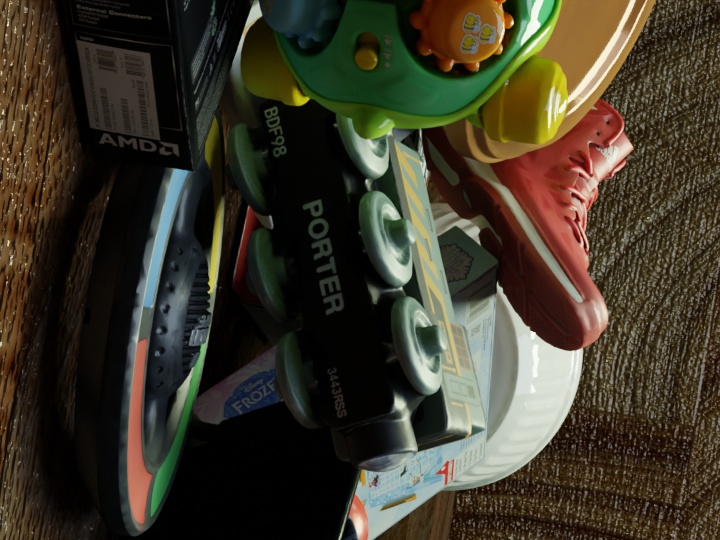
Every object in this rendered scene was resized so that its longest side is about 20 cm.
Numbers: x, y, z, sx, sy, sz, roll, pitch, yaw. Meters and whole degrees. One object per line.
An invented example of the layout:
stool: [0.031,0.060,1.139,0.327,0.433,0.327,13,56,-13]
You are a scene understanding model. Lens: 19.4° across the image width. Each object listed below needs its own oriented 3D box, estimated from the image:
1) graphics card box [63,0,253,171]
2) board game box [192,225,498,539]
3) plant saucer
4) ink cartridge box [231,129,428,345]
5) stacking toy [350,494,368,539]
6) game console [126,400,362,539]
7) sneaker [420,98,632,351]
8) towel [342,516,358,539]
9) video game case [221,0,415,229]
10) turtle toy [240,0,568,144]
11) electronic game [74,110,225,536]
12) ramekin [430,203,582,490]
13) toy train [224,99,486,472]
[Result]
graphics card box: [-0.078,-0.149,0.819,0.200,0.051,0.126,87,14,-54]
board game box: [-0.007,0.096,1.243,0.199,0.041,0.200,-33,147,-25]
plant saucer: [0.114,-0.142,1.121,0.200,0.037,0.200,-48,157,-28]
ink cartridge box: [-0.010,-0.058,1.293,0.176,0.084,0.200,61,39,-76]
stacking toy: [-0.039,0.203,1.223,0.085,0.085,0.200,-69,172,-57]
game console: [-0.064,0.168,1.044,0.200,0.116,0.176,-71,167,-51]
sneaker: [0.122,-0.046,1.225,0.078,0.115,0.200,84,-19,-50]
towel: [-0.059,0.234,1.109,0.200,0.086,0.166,-57,-176,30]
video game case: [0.010,-0.121,1.052,0.182,0.023,0.200,-37,156,-13]
turtle toy: [0.027,-0.148,0.890,0.101,0.146,0.200,60,43,-66]
electronic game: [-0.088,0.019,0.941,0.200,0.042,0.200,9,90,-86]
ramekin: [0.044,0.055,1.424,0.105,0.200,0.201,-11,110,-72]
toy train: [0.000,0.000,0.991,0.114,0.085,0.200,25,49,-65]
